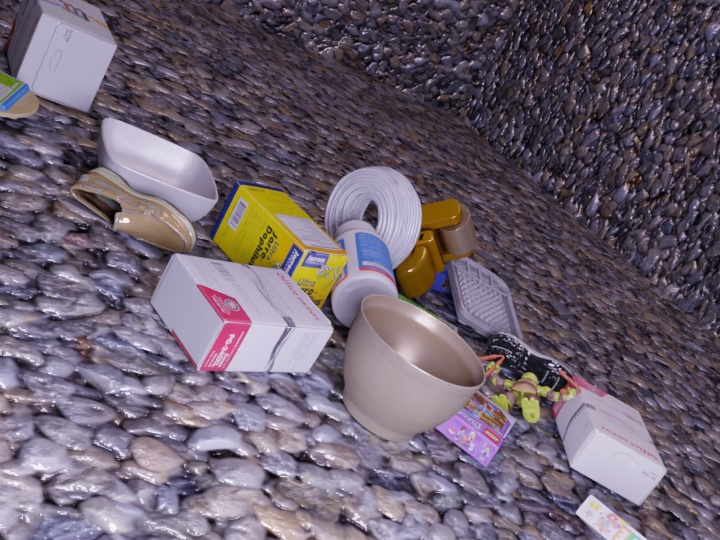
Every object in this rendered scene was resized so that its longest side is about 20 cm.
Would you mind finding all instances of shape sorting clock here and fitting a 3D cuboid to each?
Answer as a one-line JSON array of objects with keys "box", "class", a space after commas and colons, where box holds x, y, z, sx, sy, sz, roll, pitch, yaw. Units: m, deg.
[{"box": [-0.613, -0.292, 1.431, 0.198, 0.040, 0.201, 27, 21, -11], "class": "shape sorting clock"}]

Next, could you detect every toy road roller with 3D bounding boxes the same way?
[{"box": [0.128, -0.034, 1.730, 0.124, 0.196, 0.148, 63, 17, -49], "class": "toy road roller"}]

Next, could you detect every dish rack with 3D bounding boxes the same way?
[{"box": [0.240, 0.063, 1.804, 0.170, 0.044, 0.202, 30, 31, -26], "class": "dish rack"}]

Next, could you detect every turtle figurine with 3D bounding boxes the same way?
[{"box": [0.268, 0.207, 1.528, 0.197, 0.066, 0.161, 17, 19, 17], "class": "turtle figurine"}]

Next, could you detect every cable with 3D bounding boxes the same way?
[{"box": [0.021, -0.096, 1.678, 0.069, 0.199, 0.203, 7, 53, -47], "class": "cable"}]

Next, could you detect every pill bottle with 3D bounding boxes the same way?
[{"box": [0.000, 0.000, 1.515, 0.111, 0.113, 0.201, 24, 28, -19], "class": "pill bottle"}]

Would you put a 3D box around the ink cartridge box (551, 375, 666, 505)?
[{"box": [0.418, 0.285, 1.533, 0.145, 0.084, 0.200, 30, 19, -7], "class": "ink cartridge box"}]

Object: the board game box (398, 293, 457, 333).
[{"box": [0.085, 0.080, 1.611, 0.198, 0.030, 0.096, 33, 19, -4], "class": "board game box"}]

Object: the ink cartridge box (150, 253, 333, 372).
[{"box": [-0.155, 0.061, 1.201, 0.198, 0.084, 0.145, 10, 28, -48], "class": "ink cartridge box"}]

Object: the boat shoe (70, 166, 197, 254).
[{"box": [-0.334, -0.076, 1.310, 0.198, 0.073, 0.076, 28, 33, 11], "class": "boat shoe"}]

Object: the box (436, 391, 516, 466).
[{"box": [0.136, 0.202, 1.372, 0.199, 0.039, 0.137, 37, 19, 13], "class": "box"}]

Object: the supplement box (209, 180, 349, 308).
[{"box": [-0.133, -0.040, 1.444, 0.108, 0.111, 0.200, 6, 31, -50], "class": "supplement box"}]

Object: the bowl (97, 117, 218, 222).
[{"box": [-0.338, -0.153, 1.461, 0.197, 0.075, 0.200, 20, 22, -28], "class": "bowl"}]

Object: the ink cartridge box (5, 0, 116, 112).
[{"box": [-0.555, -0.414, 1.656, 0.143, 0.147, 0.201, 18, 24, -34], "class": "ink cartridge box"}]

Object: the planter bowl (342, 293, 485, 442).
[{"box": [0.055, 0.147, 1.235, 0.198, 0.136, 0.201, 27, 19, -10], "class": "planter bowl"}]

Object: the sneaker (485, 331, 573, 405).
[{"box": [0.329, 0.179, 1.679, 0.199, 0.075, 0.079, 37, 15, 15], "class": "sneaker"}]

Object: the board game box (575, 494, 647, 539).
[{"box": [0.381, 0.386, 1.164, 0.135, 0.034, 0.200, 47, -6, -33], "class": "board game box"}]

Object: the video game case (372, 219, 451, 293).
[{"box": [0.137, -0.024, 1.921, 0.198, 0.046, 0.182, 13, 28, -44], "class": "video game case"}]
